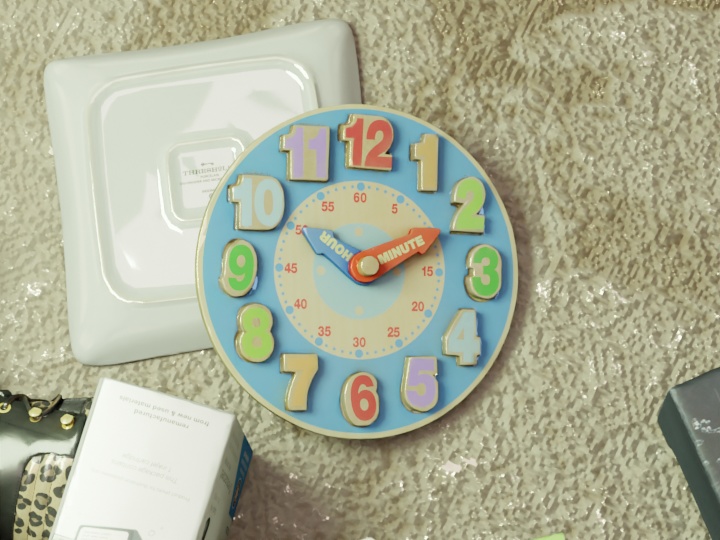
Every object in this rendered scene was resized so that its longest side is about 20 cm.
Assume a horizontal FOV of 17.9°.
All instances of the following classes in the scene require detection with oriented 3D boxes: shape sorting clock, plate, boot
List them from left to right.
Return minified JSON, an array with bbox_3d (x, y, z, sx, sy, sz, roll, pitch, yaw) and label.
[{"bbox_3d":[-0.229,0.072,1.366,0.150,0.073,0.201,11,82,7],"label":"boot"},{"bbox_3d":[-0.092,-0.052,1.410,0.198,0.032,0.201,-8,77,1],"label":"plate"},{"bbox_3d":[0.000,0.000,1.363,0.199,0.039,0.201,2,82,-14],"label":"shape sorting clock"}]

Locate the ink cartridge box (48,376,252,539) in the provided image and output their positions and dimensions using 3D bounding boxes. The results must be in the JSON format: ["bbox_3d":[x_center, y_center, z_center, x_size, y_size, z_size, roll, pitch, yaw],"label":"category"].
[{"bbox_3d":[-0.132,0.176,1.300,0.085,0.146,0.201,14,78,5],"label":"ink cartridge box"}]

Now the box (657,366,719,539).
[{"bbox_3d":[0.299,0.127,1.304,0.199,0.117,0.197,-23,77,-1],"label":"box"}]

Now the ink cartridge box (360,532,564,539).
[{"bbox_3d":[0.027,0.227,1.290,0.199,0.076,0.149,-15,65,9],"label":"ink cartridge box"}]
